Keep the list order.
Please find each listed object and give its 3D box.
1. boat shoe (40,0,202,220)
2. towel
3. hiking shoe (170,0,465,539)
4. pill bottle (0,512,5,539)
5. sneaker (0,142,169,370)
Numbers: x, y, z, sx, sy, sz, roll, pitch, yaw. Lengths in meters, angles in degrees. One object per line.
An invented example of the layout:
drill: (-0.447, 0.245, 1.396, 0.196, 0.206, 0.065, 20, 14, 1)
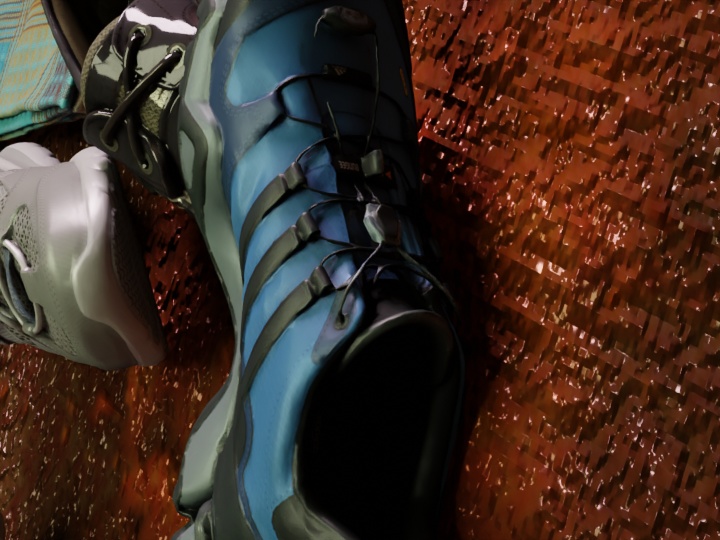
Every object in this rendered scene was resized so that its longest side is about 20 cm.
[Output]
boat shoe: (-0.057, -0.056, 0.875, 0.072, 0.065, 0.200, -67, 27, 22)
towel: (-0.119, -0.121, 1.054, 0.200, 0.022, 0.147, 178, 103, -70)
hiking shoe: (0.000, 0.000, 0.744, 0.087, 0.074, 0.200, -5, 84, 55)
pill bottle: (-0.162, 0.174, 0.934, 0.109, 0.109, 0.200, -44, 41, 49)
sneaker: (-0.121, 0.003, 0.939, 0.200, 0.082, 0.075, -169, 62, -70)
